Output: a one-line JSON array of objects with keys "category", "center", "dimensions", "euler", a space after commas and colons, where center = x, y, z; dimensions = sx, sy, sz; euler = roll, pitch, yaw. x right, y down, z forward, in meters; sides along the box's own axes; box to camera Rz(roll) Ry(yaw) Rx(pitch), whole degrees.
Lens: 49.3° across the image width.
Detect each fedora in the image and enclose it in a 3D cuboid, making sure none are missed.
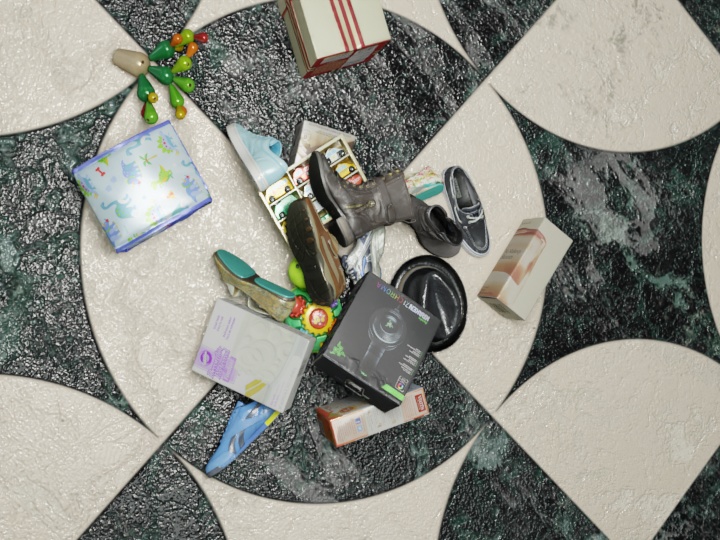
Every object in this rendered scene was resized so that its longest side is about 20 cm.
[{"category": "fedora", "center": [0.151, 0.069, 1.606], "dimensions": [0.195, 0.091, 0.206], "euler": [0, 90, -16]}]

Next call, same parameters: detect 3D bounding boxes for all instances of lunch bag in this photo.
[{"category": "lunch bag", "center": [-0.393, -0.153, 1.437], "dimensions": [0.197, 0.127, 0.173], "euler": [-30, 97, -4]}]

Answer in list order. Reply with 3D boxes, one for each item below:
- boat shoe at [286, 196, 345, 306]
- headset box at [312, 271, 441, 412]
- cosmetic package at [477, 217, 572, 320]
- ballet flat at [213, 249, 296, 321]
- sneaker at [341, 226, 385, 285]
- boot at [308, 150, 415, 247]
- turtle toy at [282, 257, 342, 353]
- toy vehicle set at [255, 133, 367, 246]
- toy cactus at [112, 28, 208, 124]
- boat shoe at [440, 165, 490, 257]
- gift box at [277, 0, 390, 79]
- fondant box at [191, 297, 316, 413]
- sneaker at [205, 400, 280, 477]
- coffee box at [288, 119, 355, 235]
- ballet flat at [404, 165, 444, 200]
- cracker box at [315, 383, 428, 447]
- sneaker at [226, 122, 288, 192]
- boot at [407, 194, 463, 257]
[{"category": "boat shoe", "center": [-0.079, -0.038, 1.458], "dimensions": [0.073, 0.074, 0.205], "euler": [-29, 109, -46]}, {"category": "headset box", "center": [0.027, 0.140, 1.464], "dimensions": [0.172, 0.093, 0.202], "euler": [34, 66, -5]}, {"category": "cosmetic package", "center": [0.346, -0.004, 1.659], "dimensions": [0.087, 0.103, 0.202], "euler": [36, 79, -13]}, {"category": "ballet flat", "center": [-0.211, 0.033, 1.492], "dimensions": [0.197, 0.071, 0.072], "euler": [31, 81, 18]}, {"category": "sneaker", "center": [0.000, 0.000, 1.583], "dimensions": [0.083, 0.077, 0.206], "euler": [5, 81, -6]}, {"category": "boot", "center": [0.006, -0.155, 1.478], "dimensions": [0.172, 0.069, 0.204], "euler": [-27, 102, -20]}, {"category": "turtle toy", "center": [-0.096, 0.069, 1.532], "dimensions": [0.142, 0.101, 0.205], "euler": [-14, 94, -15]}, {"category": "toy vehicle set", "center": [-0.087, -0.152, 1.491], "dimensions": [0.198, 0.026, 0.126], "euler": [-34, 100, -14]}, {"category": "toy cactus", "center": [-0.380, -0.373, 1.472], "dimensions": [0.162, 0.102, 0.204], "euler": [21, 87, 4]}, {"category": "boat shoe", "center": [0.228, -0.124, 1.643], "dimensions": [0.070, 0.068, 0.204], "euler": [-21, 96, -14]}, {"category": "gift box", "center": [-0.046, -0.499, 1.504], "dimensions": [0.181, 0.199, 0.191], "euler": [-19, 93, -20]}, {"category": "fondant box", "center": [-0.200, 0.157, 1.476], "dimensions": [0.196, 0.058, 0.147], "euler": [23, 94, 11]}, {"category": "sneaker", "center": [-0.235, 0.307, 1.515], "dimensions": [0.078, 0.066, 0.200], "euler": [45, 78, 1]}, {"category": "coffee box", "center": [-0.090, -0.177, 1.546], "dimensions": [0.110, 0.080, 0.205], "euler": [13, 86, -16]}, {"category": "ballet flat", "center": [0.080, -0.161, 1.611], "dimensions": [0.196, 0.076, 0.065], "euler": [-21, 64, -19]}, {"category": "cracker box", "center": [0.021, 0.277, 1.547], "dimensions": [0.196, 0.134, 0.059], "euler": [-17, 94, -15]}, {"category": "sneaker", "center": [-0.189, -0.222, 1.474], "dimensions": [0.081, 0.201, 0.075], "euler": [-27, 139, -7]}, {"category": "boot", "center": [0.163, -0.071, 1.567], "dimensions": [0.199, 0.131, 0.071], "euler": [35, 87, -37]}]
